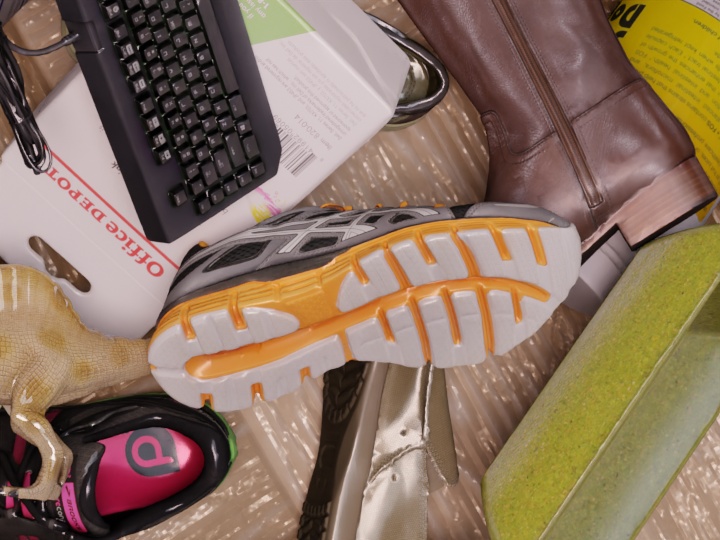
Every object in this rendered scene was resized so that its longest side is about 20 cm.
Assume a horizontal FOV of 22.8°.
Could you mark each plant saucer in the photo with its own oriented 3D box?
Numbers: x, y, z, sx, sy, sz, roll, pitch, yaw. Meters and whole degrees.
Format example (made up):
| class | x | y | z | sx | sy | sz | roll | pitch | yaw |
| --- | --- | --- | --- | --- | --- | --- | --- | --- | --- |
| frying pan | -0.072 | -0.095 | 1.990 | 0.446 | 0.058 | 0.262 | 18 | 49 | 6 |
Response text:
| class | x | y | z | sx | sy | sz | roll | pitch | yaw |
| --- | --- | --- | --- | --- | --- | --- | --- | --- | --- |
| plant saucer | 0.128 | 0.075 | 0.892 | 0.048 | 0.200 | 0.201 | 33 | 82 | 21 |

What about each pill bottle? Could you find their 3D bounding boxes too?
| class | x | y | z | sx | sy | sz | roll | pitch | yaw |
| --- | --- | --- | --- | --- | --- | --- | --- | --- | --- |
| pill bottle | 0.154 | -0.078 | 0.933 | 0.104 | 0.104 | 0.201 | 38 | 79 | -11 |

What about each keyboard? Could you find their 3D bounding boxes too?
| class | x | y | z | sx | sy | sz | roll | pitch | yaw |
| --- | --- | --- | --- | --- | --- | --- | --- | --- | --- |
| keyboard | -0.105 | -0.101 | 0.738 | 0.126 | 0.021 | 0.202 | -31 | 121 | -23 |

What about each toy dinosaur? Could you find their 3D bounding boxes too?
| class | x | y | z | sx | sy | sz | roll | pitch | yaw |
| --- | --- | --- | --- | --- | --- | --- | --- | --- | --- |
| toy dinosaur | -0.144 | 0.049 | 0.787 | 0.198 | 0.058 | 0.102 | 8 | 83 | -25 |

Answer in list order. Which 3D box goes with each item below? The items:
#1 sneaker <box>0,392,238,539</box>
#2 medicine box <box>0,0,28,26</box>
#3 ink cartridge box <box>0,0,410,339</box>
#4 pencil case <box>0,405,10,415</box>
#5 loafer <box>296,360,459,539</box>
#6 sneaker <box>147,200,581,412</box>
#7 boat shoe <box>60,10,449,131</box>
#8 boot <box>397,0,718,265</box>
| class | x | y | z | sx | sy | sz | roll | pitch | yaw |
| --- | --- | --- | --- | --- | --- | --- | --- | --- | --- |
| sneaker | -0.154 | 0.098 | 0.852 | 0.198 | 0.084 | 0.078 | -15 | 92 | -16 |
| medicine box | -0.155 | -0.199 | 0.810 | 0.103 | 0.182 | 0.200 | 45 | 77 | -9 |
| ink cartridge box | -0.087 | -0.064 | 0.852 | 0.117 | 0.068 | 0.200 | 43 | 116 | -15 |
| pencil case | -0.253 | 0.037 | 0.810 | 0.198 | 0.078 | 0.090 | -7 | 51 | -27 |
| loafer | 0.016 | 0.080 | 0.909 | 0.067 | 0.076 | 0.202 | 14 | 89 | -19 |
| sneaker | 0.000 | 0.000 | 0.802 | 0.197 | 0.078 | 0.079 | -11 | 128 | 5 |
| boat shoe | -0.048 | -0.115 | 0.897 | 0.199 | 0.066 | 0.073 | 11 | 85 | -15 |
| boot | 0.049 | -0.079 | 0.863 | 0.185 | 0.064 | 0.201 | -29 | 82 | -2 |
